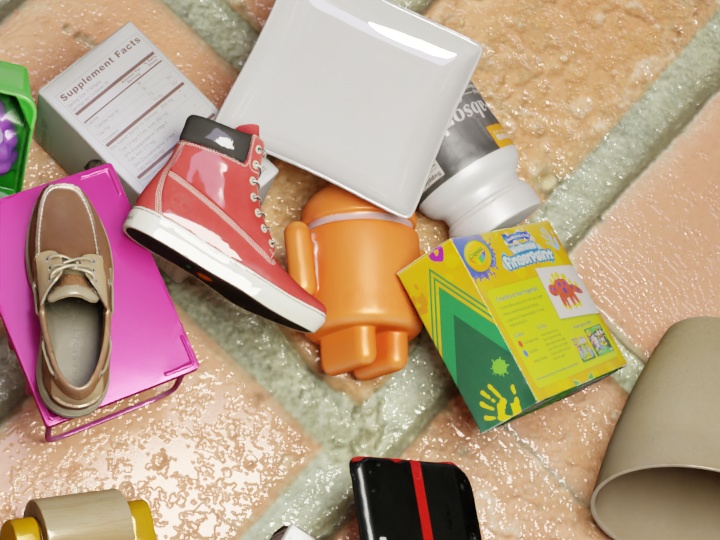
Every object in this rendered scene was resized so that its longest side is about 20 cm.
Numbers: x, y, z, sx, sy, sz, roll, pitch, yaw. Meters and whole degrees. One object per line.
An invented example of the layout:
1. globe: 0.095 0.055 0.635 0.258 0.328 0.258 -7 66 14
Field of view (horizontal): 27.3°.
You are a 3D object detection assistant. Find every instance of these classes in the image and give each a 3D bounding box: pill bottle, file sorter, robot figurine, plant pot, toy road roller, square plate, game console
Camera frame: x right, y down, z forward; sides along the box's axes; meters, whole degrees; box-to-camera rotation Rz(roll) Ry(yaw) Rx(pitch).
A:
1. pill bottle: 0.084 -0.122 1.463 0.116 0.116 0.200 -30 81 -21
2. file sorter: -0.254 0.035 1.320 0.139 0.125 0.200 -21 79 -21
3. robot figurine: 0.001 0.000 1.403 0.144 0.117 0.200 -2 73 -2
4. plant pot: 0.327 0.150 1.414 0.187 0.187 0.200 21 54 -6
5. toy road roller: -0.211 0.273 1.229 0.123 0.146 0.200 -4 70 -31
6. square plate: -0.010 -0.168 1.379 0.198 0.028 0.200 25 68 -3
7. game console: 0.056 0.266 1.319 0.177 0.031 0.200 12 63 -51

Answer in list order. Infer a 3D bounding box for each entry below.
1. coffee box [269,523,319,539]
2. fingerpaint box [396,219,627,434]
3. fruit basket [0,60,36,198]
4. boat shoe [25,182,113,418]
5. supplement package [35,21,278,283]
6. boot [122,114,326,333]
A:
1. coffee box: -0.071 0.336 1.288 0.114 0.080 0.200 34 68 -3
2. fingerpaint box: 0.145 0.048 1.392 0.200 0.073 0.167 -13 73 -56
3. fruit basket: -0.397 -0.105 1.308 0.215 0.156 0.216 13 35 -10
4. boat shoe: -0.234 0.018 1.223 0.076 0.072 0.200 -5 74 -18
5. supplement package: -0.193 -0.109 1.387 0.200 0.117 0.117 45 68 4
6. boot: -0.090 -0.045 1.304 0.200 0.072 0.144 35 72 -19
